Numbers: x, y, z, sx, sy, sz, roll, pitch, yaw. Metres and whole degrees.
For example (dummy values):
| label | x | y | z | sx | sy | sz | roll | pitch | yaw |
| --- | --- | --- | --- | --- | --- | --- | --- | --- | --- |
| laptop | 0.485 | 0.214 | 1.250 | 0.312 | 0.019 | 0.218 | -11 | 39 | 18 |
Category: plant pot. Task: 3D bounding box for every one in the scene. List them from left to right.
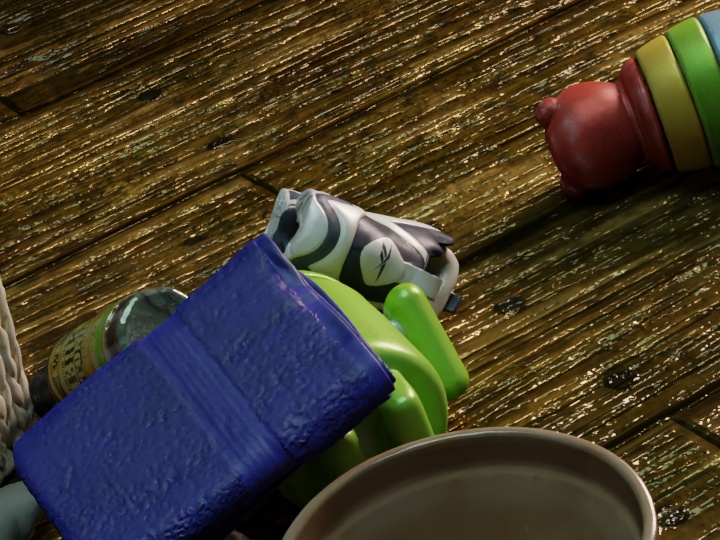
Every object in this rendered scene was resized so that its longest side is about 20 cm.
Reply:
| label | x | y | z | sx | sy | sz | roll | pitch | yaw |
| --- | --- | --- | --- | --- | --- | --- | --- | --- | --- |
| plant pot | 0.061 | 0.176 | 1.245 | 0.200 | 0.093 | 0.201 | -11 | 30 | 6 |

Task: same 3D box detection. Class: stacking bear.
| label | x | y | z | sx | sy | sz | roll | pitch | yaw |
| --- | --- | --- | --- | --- | --- | --- | --- | --- | --- |
| stacking bear | 0.223 | -0.118 | 1.666 | 0.199 | 0.122 | 0.114 | -21 | 22 | 6 |

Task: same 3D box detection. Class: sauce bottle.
| label | x | y | z | sx | sy | sz | roll | pitch | yaw |
| --- | --- | --- | --- | --- | --- | --- | --- | --- | --- |
| sauce bottle | -0.155 | 0.061 | 1.480 | 0.065 | 0.065 | 0.200 | -33 | 1 | -30 |

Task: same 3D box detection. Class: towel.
| label | x | y | z | sx | sy | sz | roll | pitch | yaw |
| --- | --- | --- | --- | --- | --- | --- | --- | --- | --- |
| towel | -0.087 | 0.086 | 1.333 | 0.200 | 0.050 | 0.148 | -39 | 46 | -4 |

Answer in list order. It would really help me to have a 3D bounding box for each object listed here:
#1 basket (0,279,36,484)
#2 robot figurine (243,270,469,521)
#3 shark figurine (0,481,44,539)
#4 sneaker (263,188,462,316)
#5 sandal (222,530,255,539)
| label | x | y | z | sx | sy | sz | roll | pitch | yaw |
| --- | --- | --- | --- | --- | --- | --- | --- | --- | --- |
| basket | -0.297 | 0.054 | 1.497 | 0.135 | 0.201 | 0.123 | 4 | 28 | 27 |
| robot figurine | -0.024 | 0.072 | 1.429 | 0.175 | 0.116 | 0.200 | -31 | 33 | -12 |
| shark figurine | -0.215 | 0.176 | 1.365 | 0.128 | 0.090 | 0.214 | -22 | 29 | -12 |
| sneaker | 0.000 | 0.000 | 1.593 | 0.080 | 0.129 | 0.199 | -68 | 10 | -12 |
| sandal | -0.108 | 0.163 | 1.368 | 0.202 | 0.082 | 0.050 | 14 | 74 | 40 |
